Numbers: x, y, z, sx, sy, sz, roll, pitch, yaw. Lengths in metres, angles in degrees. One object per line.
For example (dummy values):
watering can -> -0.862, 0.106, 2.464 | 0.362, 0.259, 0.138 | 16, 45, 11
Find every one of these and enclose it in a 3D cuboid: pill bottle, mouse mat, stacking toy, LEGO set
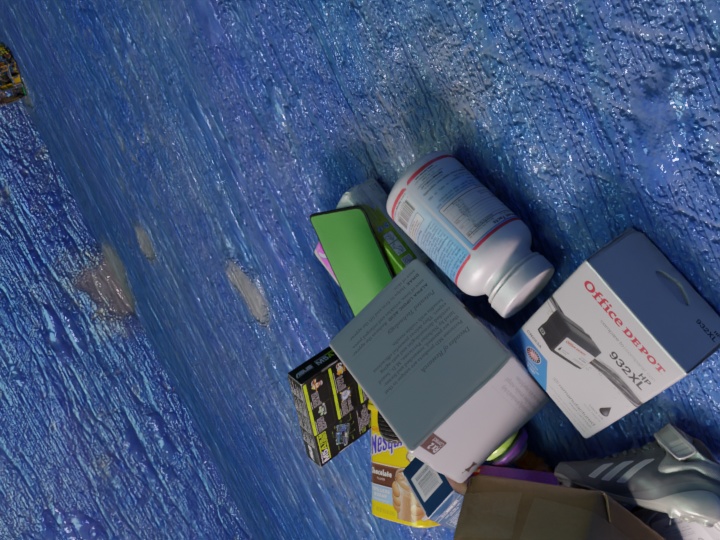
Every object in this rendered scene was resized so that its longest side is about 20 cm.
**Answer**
pill bottle -> 0.132, -0.042, 0.888 | 0.200, 0.108, 0.109 | 48, 150, 21
mouse mat -> 0.000, 0.000, 1.107 | 0.161, 0.008, 0.201 | -2, 117, 58
stacking toy -> 0.199, 0.239, 1.073 | 0.200, 0.110, 0.116 | 43, 152, 1
LEGO set -> -1.222, -0.652, 2.502 | 0.154, 0.115, 0.200 | 49, 150, 19

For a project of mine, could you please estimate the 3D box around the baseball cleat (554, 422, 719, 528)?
baseball cleat -> 0.319, 0.223, 0.846 | 0.199, 0.107, 0.070 | 3, 162, 46

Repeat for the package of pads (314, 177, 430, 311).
package of pads -> 0.013, -0.031, 1.134 | 0.155, 0.068, 0.200 | 53, 150, 10

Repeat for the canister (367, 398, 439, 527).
canister -> 0.079, 0.304, 1.219 | 0.148, 0.086, 0.202 | -6, 82, 50

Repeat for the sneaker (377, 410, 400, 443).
sneaker -> 0.072, 0.181, 1.139 | 0.074, 0.201, 0.089 | 15, 146, 6

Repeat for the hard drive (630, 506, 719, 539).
hard drive -> 0.420, 0.340, 0.853 | 0.200, 0.038, 0.140 | 51, 151, 14

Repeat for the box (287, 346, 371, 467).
box -> -0.024, 0.211, 1.285 | 0.047, 0.192, 0.201 | 31, 141, 43

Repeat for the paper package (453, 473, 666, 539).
paper package -> 0.246, 0.336, 0.887 | 0.190, 0.104, 0.199 | 37, 154, -25

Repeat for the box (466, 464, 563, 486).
box -> 0.260, 0.320, 1.017 | 0.137, 0.039, 0.200 | 38, 154, -21

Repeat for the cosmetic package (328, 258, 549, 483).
cosmetic package -> 0.100, 0.129, 0.951 | 0.200, 0.165, 0.165 | 48, -176, 39

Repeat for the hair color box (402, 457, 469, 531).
hair color box -> 0.162, 0.350, 1.120 | 0.200, 0.061, 0.100 | 35, -169, -33

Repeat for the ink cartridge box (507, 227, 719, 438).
ink cartridge box -> 0.267, 0.074, 0.801 | 0.145, 0.083, 0.200 | 52, 151, 17
